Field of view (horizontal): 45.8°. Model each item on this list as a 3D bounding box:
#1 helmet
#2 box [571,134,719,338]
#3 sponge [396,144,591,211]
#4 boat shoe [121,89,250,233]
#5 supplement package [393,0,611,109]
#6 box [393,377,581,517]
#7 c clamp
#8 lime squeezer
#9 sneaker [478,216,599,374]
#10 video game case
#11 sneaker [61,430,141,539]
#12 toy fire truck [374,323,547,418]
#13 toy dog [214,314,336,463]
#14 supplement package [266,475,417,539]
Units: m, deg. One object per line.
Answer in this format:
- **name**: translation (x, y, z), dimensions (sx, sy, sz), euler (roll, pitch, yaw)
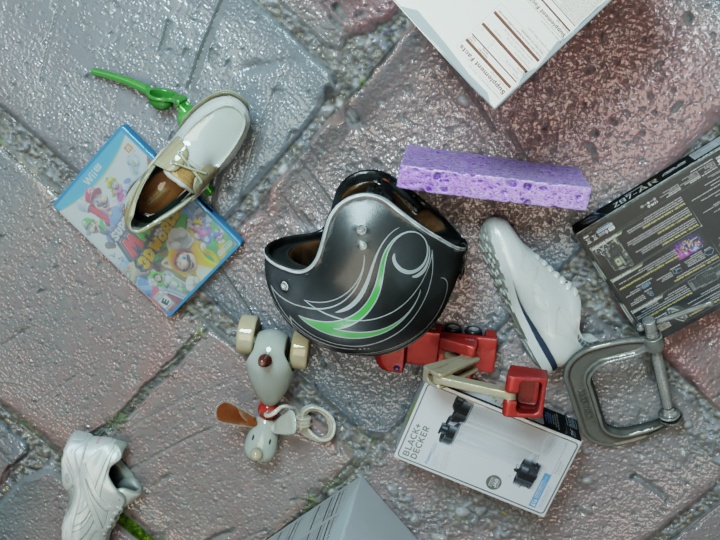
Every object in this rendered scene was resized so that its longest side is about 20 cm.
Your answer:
- **helmet**: translation (0.000, 0.000, 0.939), dimensions (0.200, 0.200, 0.191), euler (36, 105, -3)
- **box**: translation (0.363, -0.033, 0.946), dimensions (0.200, 0.044, 0.160), euler (-33, 99, 17)
- **sponge**: translation (0.141, -0.101, 0.923), dimensions (0.199, 0.112, 0.030), euler (9, 109, 6)
- **boat shoe**: translation (-0.195, -0.115, 0.965), dimensions (0.075, 0.068, 0.200), euler (35, 114, -23)
- **supplement package**: translation (0.155, -0.285, 0.822), dimensions (0.200, 0.191, 0.147), euler (-42, 96, 17)
- **box**: translation (0.153, 0.206, 1.043), dimensions (0.200, 0.060, 0.117), euler (23, 109, 1)
- **c clamp**: translation (0.324, 0.131, 0.983), dimensions (0.170, 0.027, 0.200), euler (-13, 126, 8)
- **lime squeezer**: translation (-0.226, -0.183, 1.002), dimensions (0.200, 0.038, 0.071), euler (46, 139, -8)
- **sneaker**: translation (0.202, 0.020, 0.980), dimensions (0.080, 0.076, 0.200), euler (-27, 106, 4)
- **video game case**: translation (-0.261, -0.058, 1.047), dimensions (0.200, 0.018, 0.143), euler (45, 109, -6)
- **sneaker**: translation (-0.344, 0.315, 1.147), dimensions (0.099, 0.078, 0.201), euler (3, 108, 4)
- **toy fire truck**: translation (0.108, 0.108, 0.977), dimensions (0.199, 0.141, 0.049), euler (6, 108, 7)
- **toy dog**: translation (-0.114, 0.154, 1.049), dimensions (0.132, 0.096, 0.201), euler (-9, 105, 12)
- **supplement package**: translation (-0.037, 0.401, 1.084), dimensions (0.200, 0.151, 0.152), euler (-38, 97, 18)
